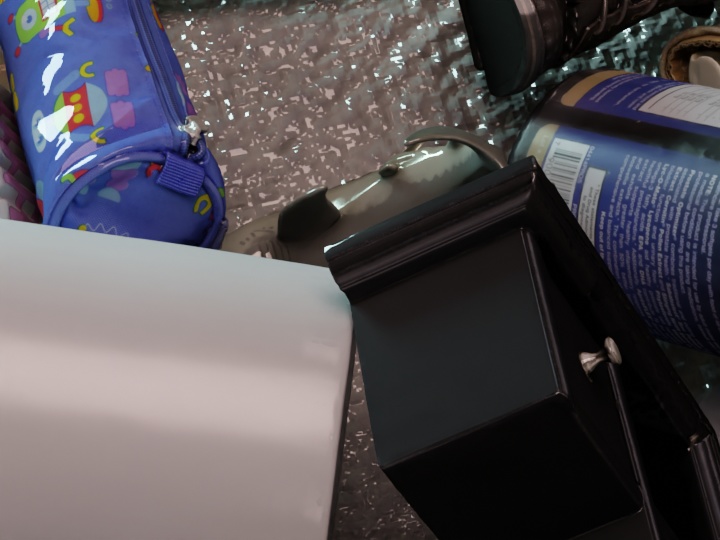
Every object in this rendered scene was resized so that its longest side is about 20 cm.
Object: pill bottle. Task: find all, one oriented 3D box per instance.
[{"bbox_3d":[0.163,-0.017,1.116,0.200,0.112,0.112,17,53,45],"label":"pill bottle"}]

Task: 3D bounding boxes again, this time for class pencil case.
[{"bbox_3d":[-0.115,-0.083,1.183,0.087,0.078,0.200,-40,44,20],"label":"pencil case"}]

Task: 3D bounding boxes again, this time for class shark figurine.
[{"bbox_3d":[0.020,-0.009,1.156,0.128,0.214,0.090,-26,93,-48],"label":"shark figurine"}]

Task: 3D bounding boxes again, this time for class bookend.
[{"bbox_3d":[0.081,0.100,1.005,0.092,0.200,0.199,-24,45,14],"label":"bookend"}]

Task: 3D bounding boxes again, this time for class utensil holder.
[{"bbox_3d":[-0.106,0.065,1.072,0.199,0.170,0.171,6,57,1],"label":"utensil holder"}]

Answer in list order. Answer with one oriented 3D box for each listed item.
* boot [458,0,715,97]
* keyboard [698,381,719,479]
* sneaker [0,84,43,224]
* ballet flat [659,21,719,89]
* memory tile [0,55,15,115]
[{"bbox_3d":[0.132,-0.137,1.204,0.173,0.200,0.070,-14,99,1],"label":"boot"},{"bbox_3d":[0.202,0.025,1.150,0.200,0.011,0.056,-45,26,-9],"label":"keyboard"},{"bbox_3d":[-0.205,-0.074,1.198,0.088,0.081,0.201,-27,66,0],"label":"sneaker"},{"bbox_3d":[0.202,-0.067,1.184,0.062,0.068,0.200,-4,18,-27],"label":"ballet flat"},{"bbox_3d":[-0.190,-0.039,1.226,0.199,0.017,0.154,0,57,-1],"label":"memory tile"}]
